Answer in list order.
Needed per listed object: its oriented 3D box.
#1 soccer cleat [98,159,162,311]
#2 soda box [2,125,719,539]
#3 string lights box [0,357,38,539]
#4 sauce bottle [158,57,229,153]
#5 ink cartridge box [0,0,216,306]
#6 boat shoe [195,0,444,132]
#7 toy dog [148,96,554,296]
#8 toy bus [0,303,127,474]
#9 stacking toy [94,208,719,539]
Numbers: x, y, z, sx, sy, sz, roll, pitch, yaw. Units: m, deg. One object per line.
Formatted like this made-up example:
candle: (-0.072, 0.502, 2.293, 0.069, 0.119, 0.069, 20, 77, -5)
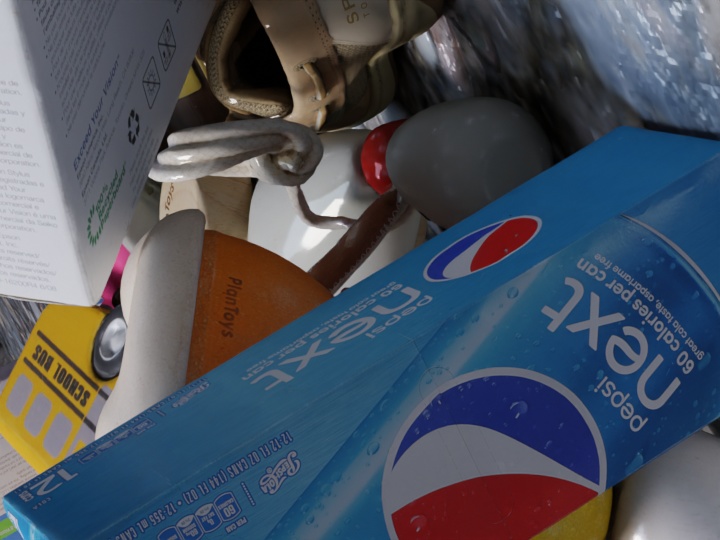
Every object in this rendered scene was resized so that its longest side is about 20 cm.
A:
soccer cleat: (-0.104, -0.028, 1.090, 0.070, 0.086, 0.200, 48, 168, -8)
soda box: (0.014, 0.039, 0.661, 0.064, 0.200, 0.068, 63, 165, -16)
string lights box: (-0.105, 0.131, 1.085, 0.200, 0.103, 0.059, 63, 167, -7)
sauce bottle: (-0.074, -0.087, 1.048, 0.200, 0.065, 0.065, 65, 167, -22)
ink cartridge box: (-0.079, -0.128, 0.725, 0.200, 0.043, 0.197, 81, -161, -46)
boat shoe: (-0.027, -0.081, 0.874, 0.071, 0.064, 0.200, 60, 167, 4)
toy dog: (0.000, 0.000, 0.857, 0.200, 0.132, 0.096, 166, 97, -87)
toy bus: (-0.062, 0.070, 0.953, 0.065, 0.078, 0.200, 25, -175, -35)
stacking toy: (0.022, 0.065, 0.753, 0.146, 0.200, 0.146, -172, 90, -87)
